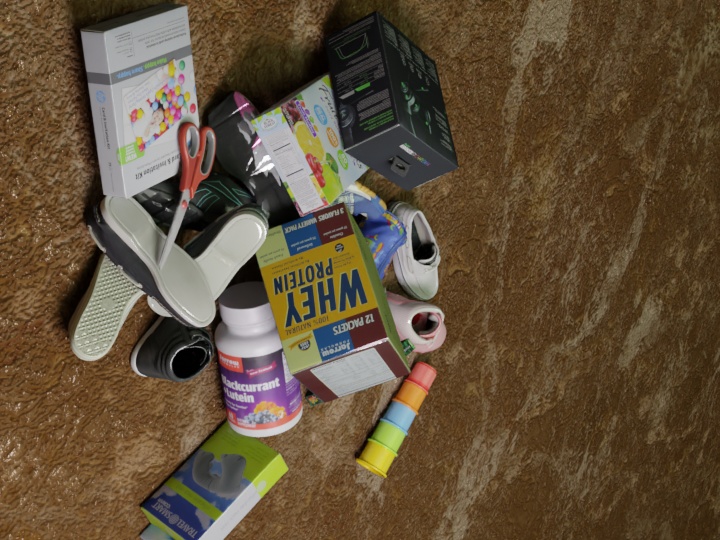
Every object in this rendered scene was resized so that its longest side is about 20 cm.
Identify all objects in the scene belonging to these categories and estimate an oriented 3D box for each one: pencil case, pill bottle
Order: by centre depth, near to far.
[{"bbox_3d":[-0.145,0.123,1.591,0.111,0.111,0.201,-27,123,-37],"label":"pill bottle"},{"bbox_3d":[0.000,0.000,1.701,0.200,0.087,0.078,-58,145,-23],"label":"pencil case"}]

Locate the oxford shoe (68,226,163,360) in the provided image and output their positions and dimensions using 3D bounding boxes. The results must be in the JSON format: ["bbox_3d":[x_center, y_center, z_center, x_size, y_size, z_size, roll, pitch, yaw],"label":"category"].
[{"bbox_3d":[-0.310,0.025,1.424,0.075,0.058,0.201,32,65,-16],"label":"oxford shoe"}]

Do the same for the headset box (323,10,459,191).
[{"bbox_3d":[0.046,-0.227,1.583,0.174,0.092,0.201,25,48,-54],"label":"headset box"}]

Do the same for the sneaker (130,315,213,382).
[{"bbox_3d":[-0.216,0.065,1.503,0.071,0.099,0.200,44,71,-44],"label":"sneaker"}]

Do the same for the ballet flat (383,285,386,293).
[{"bbox_3d":[-0.036,0.087,1.735,0.200,0.069,0.070,-54,136,-16],"label":"ballet flat"}]

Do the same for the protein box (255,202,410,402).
[{"bbox_3d":[-0.037,0.049,1.527,0.134,0.199,0.200,-19,160,4],"label":"protein box"}]

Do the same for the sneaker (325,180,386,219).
[{"bbox_3d":[-0.049,-0.107,1.642,0.200,0.075,0.088,25,94,-39],"label":"sneaker"}]

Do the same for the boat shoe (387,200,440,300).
[{"bbox_3d":[0.096,-0.026,1.822,0.072,0.066,0.201,-40,131,-29],"label":"boat shoe"}]

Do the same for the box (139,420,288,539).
[{"bbox_3d":[-0.212,0.315,1.588,0.200,0.122,0.048,-45,137,-25],"label":"box"}]

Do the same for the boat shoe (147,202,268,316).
[{"bbox_3d":[-0.193,-0.014,1.451,0.200,0.062,0.073,-40,111,21],"label":"boat shoe"}]

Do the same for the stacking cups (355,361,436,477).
[{"bbox_3d":[0.067,0.248,1.904,0.200,0.060,0.061,-58,137,-12],"label":"stacking cups"}]

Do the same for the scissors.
[{"bbox_3d":[-0.213,-0.090,1.408,0.073,0.014,0.201,32,62,-63],"label":"scissors"}]

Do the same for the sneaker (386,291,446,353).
[{"bbox_3d":[0.104,0.096,1.853,0.200,0.104,0.076,32,79,-49],"label":"sneaker"}]

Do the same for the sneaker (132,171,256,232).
[{"bbox_3d":[-0.213,-0.091,1.482,0.200,0.075,0.080,20,61,-42],"label":"sneaker"}]

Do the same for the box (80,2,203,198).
[{"bbox_3d":[-0.259,-0.206,1.365,0.156,0.041,0.201,-37,132,-53],"label":"box"}]

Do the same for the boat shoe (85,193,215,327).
[{"bbox_3d":[-0.260,-0.005,1.394,0.200,0.060,0.074,49,38,-12],"label":"boat shoe"}]

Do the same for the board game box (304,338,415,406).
[{"bbox_3d":[-0.004,0.155,1.706,0.105,0.200,0.023,-41,97,-30],"label":"board game box"}]

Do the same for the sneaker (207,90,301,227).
[{"bbox_3d":[-0.138,-0.146,1.518,0.080,0.086,0.201,-24,105,6],"label":"sneaker"}]

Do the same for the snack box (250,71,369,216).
[{"bbox_3d":[-0.056,-0.174,1.516,0.143,0.053,0.200,64,28,-12],"label":"snack box"}]
